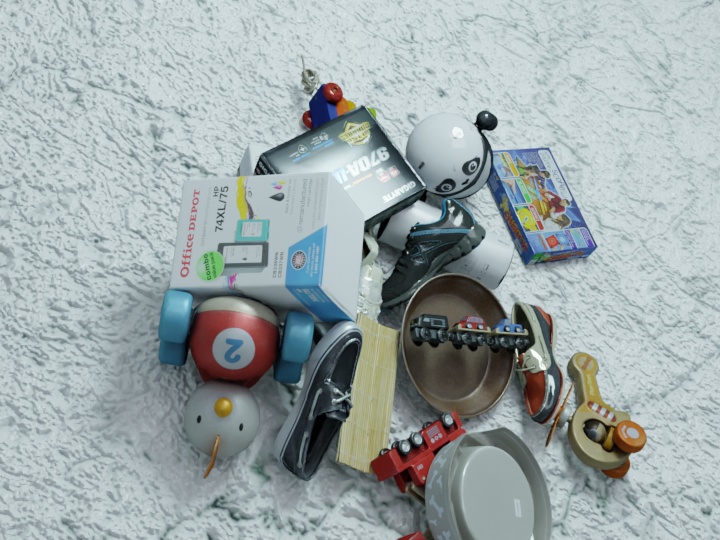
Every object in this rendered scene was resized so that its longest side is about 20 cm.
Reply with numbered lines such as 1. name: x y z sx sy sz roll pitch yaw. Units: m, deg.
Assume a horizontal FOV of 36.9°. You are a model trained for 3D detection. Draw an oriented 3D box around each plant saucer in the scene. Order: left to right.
1. plant saucer: 0.131 0.107 1.517 0.198 0.037 0.204 8 74 -31

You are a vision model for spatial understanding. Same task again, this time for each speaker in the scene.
1. speaker: 0.126 -0.045 1.617 0.198 0.081 0.082 23 52 -8

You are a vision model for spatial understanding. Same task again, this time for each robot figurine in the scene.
1. robot figurine: 0.139 -0.171 1.650 0.123 0.200 0.153 8 91 15

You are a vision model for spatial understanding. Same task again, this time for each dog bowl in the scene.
1. dog bowl: 0.162 0.300 1.380 0.198 0.058 0.203 20 60 -38

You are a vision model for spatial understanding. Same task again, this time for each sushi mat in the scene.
1. sushi mat: 0.012 0.163 1.413 0.095 0.012 0.203 29 61 -46

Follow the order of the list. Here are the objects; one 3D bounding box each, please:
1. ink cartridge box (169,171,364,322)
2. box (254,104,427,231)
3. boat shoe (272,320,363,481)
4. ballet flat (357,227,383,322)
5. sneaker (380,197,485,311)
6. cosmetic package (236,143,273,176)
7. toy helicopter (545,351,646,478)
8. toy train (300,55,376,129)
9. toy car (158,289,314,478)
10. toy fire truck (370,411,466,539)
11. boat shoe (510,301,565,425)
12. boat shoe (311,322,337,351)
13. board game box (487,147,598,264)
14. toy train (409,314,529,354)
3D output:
1. ink cartridge box: -0.113 -0.024 1.349 0.197 0.146 0.149 -2 70 18
2. box: -0.028 -0.130 1.527 0.199 0.046 0.160 -29 76 -31
3. boat shoe: -0.040 0.163 1.340 0.067 0.202 0.071 27 0 44
4. ballet flat: 0.000 0.000 1.505 0.071 0.072 0.201 11 39 -18
5. sneaker: 0.083 -0.020 1.547 0.199 0.073 0.082 -40 95 -9
6. cosmetic package: -0.076 -0.114 1.576 0.197 0.074 0.103 5 56 -23
7. toy helicopter: 0.327 0.200 1.569 0.130 0.079 0.202 8 45 -10
8. toy train: -0.026 -0.251 1.690 0.114 0.085 0.202 9 55 -32
9. toy car: -0.163 0.149 1.309 0.181 0.177 0.203 9 67 -6
10. toy fire truck: 0.084 0.281 1.393 0.199 0.049 0.142 -23 83 -43
11. boat shoe: 0.250 0.132 1.561 0.062 0.071 0.202 28 43 -24
12. boat shoe: -0.051 0.056 1.480 0.075 0.060 0.201 -20 68 -33
13. board game box: 0.290 -0.109 1.766 0.134 0.035 0.202 -6 61 -29
14. toy train: 0.153 0.086 1.496 0.198 0.034 0.046 7 63 -30
